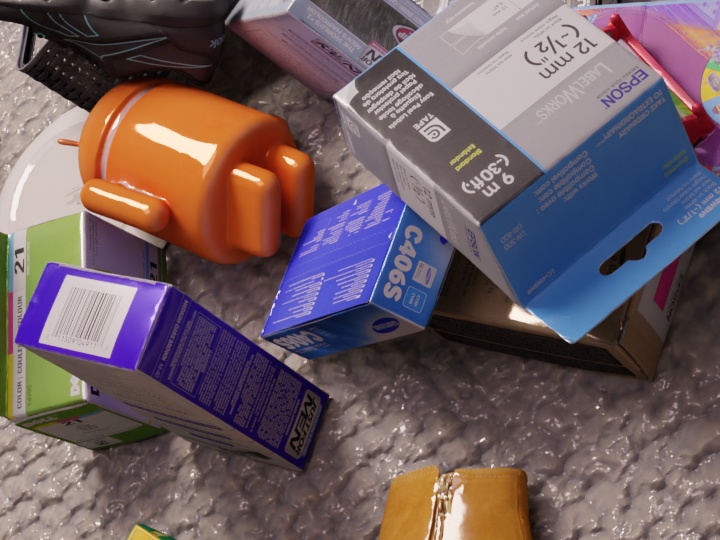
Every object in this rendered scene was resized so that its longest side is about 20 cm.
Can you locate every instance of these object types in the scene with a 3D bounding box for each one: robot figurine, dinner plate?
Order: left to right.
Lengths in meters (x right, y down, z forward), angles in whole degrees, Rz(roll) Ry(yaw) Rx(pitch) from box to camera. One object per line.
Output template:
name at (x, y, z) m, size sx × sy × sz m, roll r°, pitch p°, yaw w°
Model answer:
dinner plate at (-0.227, -0.058, 1.321) m, size 0.199 × 0.024 × 0.201 m, roll -13°, pitch 62°, yaw 25°
robot figurine at (-0.125, -0.076, 1.206) m, size 0.199 × 0.117 × 0.144 m, roll 22°, pitch 74°, yaw 30°

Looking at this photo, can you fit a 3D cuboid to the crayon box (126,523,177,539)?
crayon box at (-0.142, 0.284, 1.077) m, size 0.119 × 0.058 × 0.201 m, roll 21°, pitch 79°, yaw 37°

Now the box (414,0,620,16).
box at (0.109, -0.233, 1.188) m, size 0.157 × 0.050 × 0.201 m, roll -10°, pitch 62°, yaw 27°

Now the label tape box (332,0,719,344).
label tape box at (0.102, -0.073, 0.942) m, size 0.143 × 0.066 × 0.200 m, roll -38°, pitch 56°, yaw -13°

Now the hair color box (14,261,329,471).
hair color box at (-0.120, 0.066, 1.082) m, size 0.109 × 0.200 × 0.065 m, roll 10°, pitch 70°, yaw 34°

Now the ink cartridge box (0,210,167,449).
ink cartridge box at (-0.222, 0.032, 1.153) m, size 0.075 × 0.200 × 0.148 m, roll -14°, pitch 67°, yaw 24°

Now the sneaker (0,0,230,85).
sneaker at (-0.195, -0.177, 1.179) m, size 0.199 × 0.080 × 0.076 m, roll 8°, pitch 36°, yaw 5°

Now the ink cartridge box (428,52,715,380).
ink cartridge box at (0.136, -0.043, 1.062) m, size 0.164 × 0.075 × 0.201 m, roll 11°, pitch 73°, yaw 33°

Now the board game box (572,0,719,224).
board game box at (0.159, -0.108, 1.008) m, size 0.199 × 0.039 × 0.159 m, roll 1°, pitch 67°, yaw 31°

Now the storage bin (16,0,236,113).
storage bin at (-0.173, -0.229, 1.280) m, size 0.200 × 0.094 × 0.136 m, roll -41°, pitch 33°, yaw 28°

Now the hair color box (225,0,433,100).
hair color box at (-0.022, -0.171, 1.145) m, size 0.061 × 0.099 × 0.200 m, roll -56°, pitch 17°, yaw -4°

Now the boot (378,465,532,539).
boot at (0.018, 0.201, 1.025) m, size 0.200 × 0.071 × 0.145 m, roll -15°, pitch 54°, yaw 20°

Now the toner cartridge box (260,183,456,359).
toner cartridge box at (0.000, 0.000, 1.072) m, size 0.200 × 0.043 × 0.095 m, roll -19°, pitch 48°, yaw 66°
